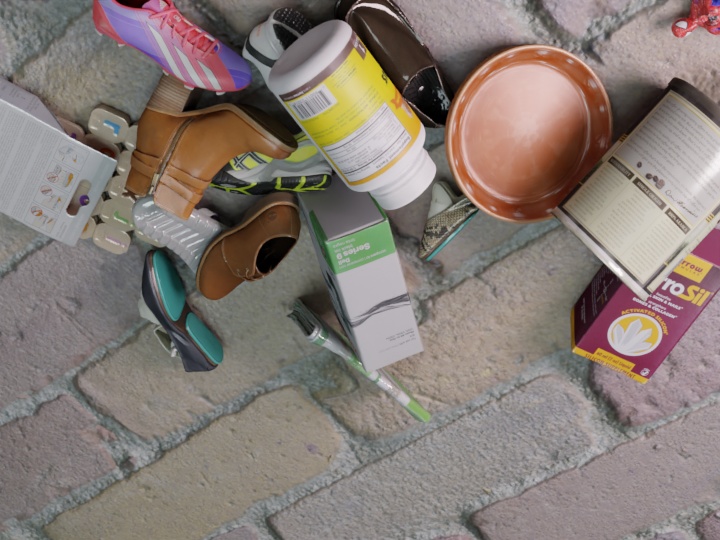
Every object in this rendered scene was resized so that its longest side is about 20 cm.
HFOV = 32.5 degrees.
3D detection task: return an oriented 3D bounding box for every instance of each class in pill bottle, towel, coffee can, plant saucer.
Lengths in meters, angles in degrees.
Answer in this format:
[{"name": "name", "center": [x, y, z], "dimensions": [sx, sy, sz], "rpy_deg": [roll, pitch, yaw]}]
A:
[{"name": "pill bottle", "center": [-0.003, -0.164, 1.343], "dimensions": [0.108, 0.110, 0.200], "rpy_deg": [-27, 119, 25]}, {"name": "towel", "center": [-0.005, 0.122, 1.610], "dimensions": [0.199, 0.149, 0.031], "rpy_deg": [40, 91, -19]}, {"name": "coffee can", "center": [0.329, -0.088, 1.358], "dimensions": [0.146, 0.147, 0.200], "rpy_deg": [40, 98, -20]}, {"name": "plant saucer", "center": [0.189, -0.155, 1.399], "dimensions": [0.197, 0.032, 0.203], "rpy_deg": [-4, 106, -13]}]

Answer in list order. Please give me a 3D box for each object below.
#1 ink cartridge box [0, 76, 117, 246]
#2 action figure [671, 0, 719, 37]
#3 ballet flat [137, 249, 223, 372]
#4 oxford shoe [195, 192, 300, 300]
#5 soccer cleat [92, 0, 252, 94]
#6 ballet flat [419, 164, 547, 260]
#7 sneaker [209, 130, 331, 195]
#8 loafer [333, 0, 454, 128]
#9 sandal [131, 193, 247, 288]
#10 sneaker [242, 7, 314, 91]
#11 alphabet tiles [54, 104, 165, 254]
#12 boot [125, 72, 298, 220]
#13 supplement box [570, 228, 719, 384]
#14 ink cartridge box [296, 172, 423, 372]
[{"name": "ink cartridge box", "center": [-0.414, -0.139, 1.537], "dimensions": [0.198, 0.050, 0.163], "rpy_deg": [26, 126, -15]}, {"name": "action figure", "center": [0.417, -0.281, 1.280], "dimensions": [0.198, 0.100, 0.066], "rpy_deg": [-23, 119, 26]}, {"name": "ballet flat", "center": [-0.255, 0.062, 1.647], "dimensions": [0.072, 0.073, 0.201], "rpy_deg": [-16, 125, 19]}, {"name": "oxford shoe", "center": [-0.143, -0.013, 1.528], "dimensions": [0.071, 0.072, 0.200], "rpy_deg": [13, 139, -35]}, {"name": "soccer cleat", "center": [-0.211, -0.266, 1.388], "dimensions": [0.198, 0.067, 0.077], "rpy_deg": [27, 137, 3]}, {"name": "ballet flat", "center": [0.135, -0.094, 1.485], "dimensions": [0.199, 0.068, 0.076], "rpy_deg": [-35, 93, 22]}, {"name": "sneaker", "center": [-0.122, -0.135, 1.490], "dimensions": [0.197, 0.075, 0.078], "rpy_deg": [1, 83, 22]}, {"name": "loafer", "center": [0.049, -0.235, 1.369], "dimensions": [0.073, 0.071, 0.200], "rpy_deg": [-45, 119, 2]}, {"name": "sandal", "center": [-0.204, -0.048, 1.566], "dimensions": [0.082, 0.050, 0.202], "rpy_deg": [-33, 133, 18]}, {"name": "sneaker", "center": [-0.055, -0.213, 1.424], "dimensions": [0.079, 0.074, 0.200], "rpy_deg": [-16, 124, 43]}, {"name": "alphabet tiles", "center": [-0.315, -0.112, 1.560], "dimensions": [0.194, 0.015, 0.201], "rpy_deg": [24, 126, -6]}, {"name": "boot", "center": [-0.177, -0.128, 1.443], "dimensions": [0.198, 0.074, 0.156], "rpy_deg": [28, 102, 21]}, {"name": "supplement box", "center": [0.354, 0.028, 1.520], "dimensions": [0.109, 0.086, 0.201], "rpy_deg": [23, 126, -8]}, {"name": "ink cartridge box", "center": [0.000, 0.000, 1.504], "dimensions": [0.083, 0.146, 0.202], "rpy_deg": [-21, 123, -6]}]
